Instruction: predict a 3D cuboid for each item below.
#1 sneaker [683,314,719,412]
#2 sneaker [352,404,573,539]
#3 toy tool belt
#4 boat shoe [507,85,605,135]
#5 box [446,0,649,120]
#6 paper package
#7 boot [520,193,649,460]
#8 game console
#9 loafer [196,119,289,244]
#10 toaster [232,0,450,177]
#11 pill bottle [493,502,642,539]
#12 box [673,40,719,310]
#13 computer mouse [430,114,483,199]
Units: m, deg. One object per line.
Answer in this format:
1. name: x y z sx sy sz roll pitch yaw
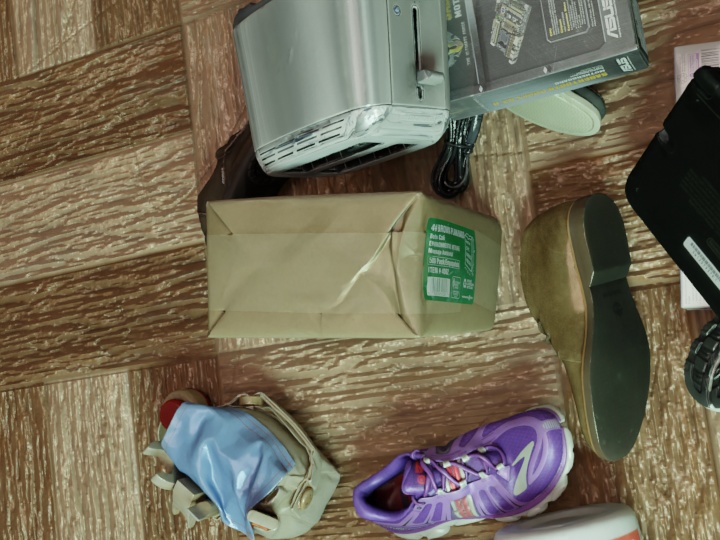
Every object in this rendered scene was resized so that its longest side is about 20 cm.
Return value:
1. sneaker: 0.319 0.024 0.690 0.201 0.079 0.074 -50 42 17
2. sneaker: 0.078 0.167 0.770 0.199 0.083 0.081 -32 57 28
3. toy tool belt: -0.125 0.166 0.862 0.199 0.123 0.126 28 98 24
4. boat shoe: 0.120 -0.181 0.799 0.199 0.072 0.068 34 75 17
5. box: 0.120 -0.231 0.730 0.157 0.048 0.202 -13 80 26
6. paper package: 0.000 0.000 0.772 0.189 0.200 0.105 -2 87 24
7. boot: 0.175 0.047 0.763 0.075 0.073 0.202 -13 81 48
8. game console: 0.308 -0.053 0.658 0.201 0.115 0.177 61 142 34
9. loafer: -0.101 -0.105 0.877 0.071 0.073 0.200 53 122 25
10. toaster: -0.019 -0.147 0.729 0.199 0.113 0.131 -12 83 46
11. pill bottle: 0.174 0.285 0.721 0.110 0.111 0.202 -17 80 23
12. box: 0.264 -0.071 0.739 0.041 0.039 0.203 -3 86 26
13. computer mouse: 0.016 -0.149 0.843 0.199 0.044 0.111 29 129 27
